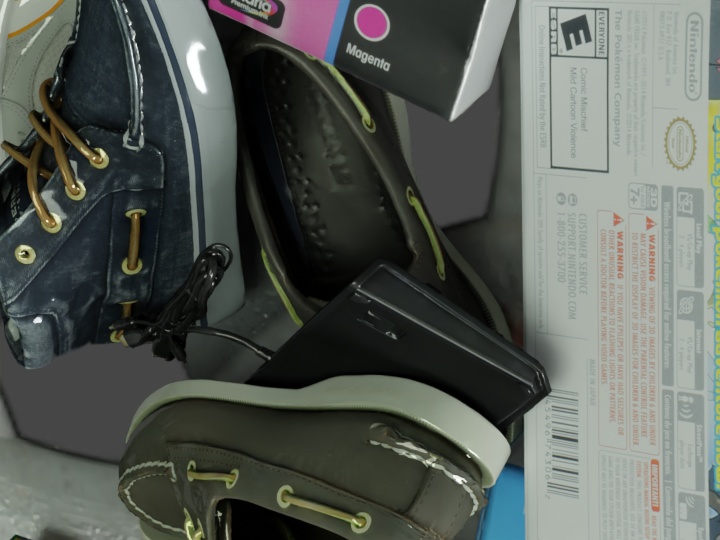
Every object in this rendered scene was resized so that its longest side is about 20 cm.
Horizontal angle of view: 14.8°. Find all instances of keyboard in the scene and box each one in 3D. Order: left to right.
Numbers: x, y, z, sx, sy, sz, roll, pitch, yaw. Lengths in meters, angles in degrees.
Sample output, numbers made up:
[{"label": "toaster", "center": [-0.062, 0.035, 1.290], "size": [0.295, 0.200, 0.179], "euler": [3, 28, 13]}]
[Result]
[{"label": "keyboard", "center": [-0.018, 0.032, 0.964], "size": [0.127, 0.021, 0.200], "euler": [29, 156, -8]}]

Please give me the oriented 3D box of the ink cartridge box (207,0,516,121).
[{"label": "ink cartridge box", "center": [0.018, -0.151, 0.861], "size": [0.095, 0.037, 0.200], "euler": [26, 124, 15]}]

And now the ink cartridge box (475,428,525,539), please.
[{"label": "ink cartridge box", "center": [0.109, 0.166, 1.010], "size": [0.146, 0.086, 0.200], "euler": [17, 114, 16]}]

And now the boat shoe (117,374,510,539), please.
[{"label": "boat shoe", "center": [-0.030, 0.079, 0.974], "size": [0.072, 0.060, 0.202], "euler": [38, 154, -27]}]

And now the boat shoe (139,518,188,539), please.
[{"label": "boat shoe", "center": [-0.018, 0.139, 1.020], "size": [0.200, 0.071, 0.063], "euler": [27, 134, 53]}]

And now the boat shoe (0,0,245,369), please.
[{"label": "boat shoe", "center": [-0.095, -0.040, 0.973], "size": [0.091, 0.071, 0.200], "euler": [-19, 139, -13]}]

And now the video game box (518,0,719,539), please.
[{"label": "video game box", "center": [0.131, 0.009, 0.862], "size": [0.182, 0.047, 0.200], "euler": [8, 103, 45]}]

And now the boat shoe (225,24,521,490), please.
[{"label": "boat shoe", "center": [0.000, 0.000, 1.010], "size": [0.072, 0.061, 0.201], "euler": [-17, 101, 26]}]

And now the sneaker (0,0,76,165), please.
[{"label": "sneaker", "center": [-0.086, -0.113, 1.002], "size": [0.092, 0.076, 0.200], "euler": [15, 114, 12]}]

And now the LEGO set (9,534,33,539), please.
[{"label": "LEGO set", "center": [-0.113, 0.196, 1.056], "size": [0.116, 0.200, 0.154], "euler": [17, 100, 8]}]
